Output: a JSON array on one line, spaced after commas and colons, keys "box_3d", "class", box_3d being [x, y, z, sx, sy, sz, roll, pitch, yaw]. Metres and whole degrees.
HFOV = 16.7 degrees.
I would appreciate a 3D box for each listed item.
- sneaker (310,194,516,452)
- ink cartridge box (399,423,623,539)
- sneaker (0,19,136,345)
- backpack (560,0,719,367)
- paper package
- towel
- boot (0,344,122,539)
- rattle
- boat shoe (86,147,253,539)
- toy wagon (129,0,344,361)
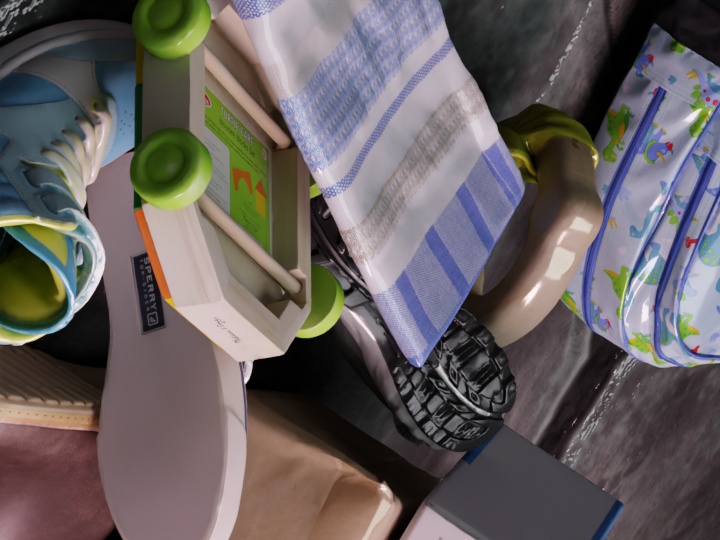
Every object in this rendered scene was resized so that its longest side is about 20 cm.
[{"box_3d": [0.000, 0.000, 1.198, 0.074, 0.079, 0.200, -34, 112, -19], "class": "sneaker"}, {"box_3d": [0.036, 0.193, 1.224, 0.200, 0.084, 0.145, -60, 172, 20], "class": "ink cartridge box"}, {"box_3d": [-0.125, -0.030, 0.995, 0.200, 0.131, 0.080, -27, 137, -36], "class": "sneaker"}, {"box_3d": [0.188, -0.045, 1.375, 0.200, 0.154, 0.163, -50, 155, 17], "class": "backpack"}, {"box_3d": [-0.059, 0.164, 1.221, 0.200, 0.103, 0.191, -58, 169, 3], "class": "paper package"}, {"box_3d": [0.012, -0.077, 1.097, 0.200, 0.024, 0.147, 65, 33, -23], "class": "towel"}, {"box_3d": [-0.167, 0.118, 1.125, 0.200, 0.072, 0.166, 13, 107, -58], "class": "boot"}, {"box_3d": [0.022, -0.008, 1.254, 0.143, 0.130, 0.200, 9, 140, -41], "class": "rattle"}, {"box_3d": [-0.067, 0.036, 1.102, 0.093, 0.075, 0.200, 14, 69, -58], "class": "boat shoe"}, {"box_3d": [-0.054, -0.065, 1.052, 0.155, 0.040, 0.200, 47, 36, -58], "class": "toy wagon"}]
